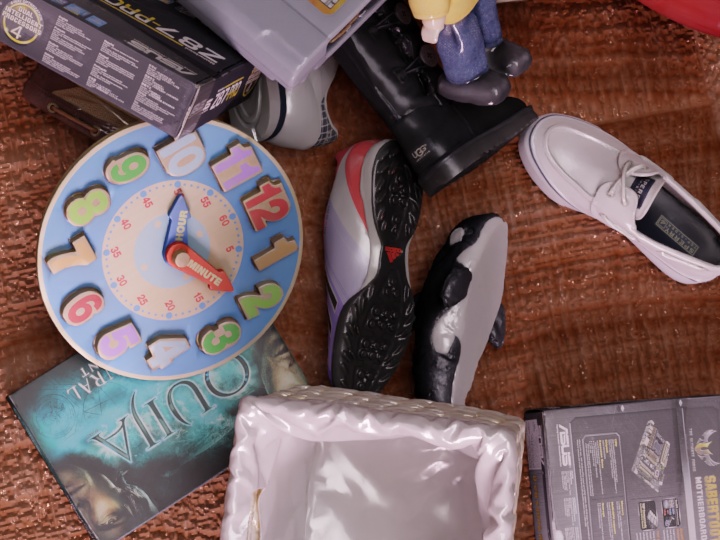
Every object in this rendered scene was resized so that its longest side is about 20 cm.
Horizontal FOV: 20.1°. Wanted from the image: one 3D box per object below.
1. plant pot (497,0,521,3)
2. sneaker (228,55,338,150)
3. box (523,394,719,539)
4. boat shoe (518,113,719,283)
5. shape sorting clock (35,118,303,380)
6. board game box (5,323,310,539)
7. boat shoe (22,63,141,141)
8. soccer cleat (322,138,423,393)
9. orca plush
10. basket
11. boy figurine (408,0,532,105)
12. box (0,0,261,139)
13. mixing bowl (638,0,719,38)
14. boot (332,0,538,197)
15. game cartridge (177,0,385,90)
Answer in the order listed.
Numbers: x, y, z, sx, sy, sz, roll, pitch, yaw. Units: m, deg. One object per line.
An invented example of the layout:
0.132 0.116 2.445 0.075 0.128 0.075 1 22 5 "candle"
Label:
0.118 -0.297 1.563 0.199 0.200 0.179 -11 97 -16 "plant pot"
-0.059 -0.192 1.561 0.080 0.076 0.202 3 83 -33 "sneaker"
0.216 0.202 1.596 0.157 0.048 0.202 -4 85 -16 "box"
0.218 -0.063 1.617 0.199 0.065 0.074 31 77 -10 "boat shoe"
-0.135 -0.014 1.466 0.199 0.039 0.202 -8 110 -22 "shape sorting clock"
-0.145 0.098 1.519 0.199 0.028 0.136 -33 92 -16 "board game box"
-0.163 -0.095 1.524 0.199 0.072 0.072 35 106 -20 "boat shoe"
0.000 0.000 1.552 0.068 0.073 0.202 10 86 -39 "soccer cleat"
0.061 0.052 1.578 0.105 0.071 0.202 2 94 -60 "orca plush"
0.015 0.187 1.438 0.198 0.161 0.200 7 95 12 "basket"
0.075 -0.220 1.437 0.064 0.201 0.124 17 48 29 "boy figurine"
-0.180 -0.171 1.449 0.199 0.161 0.049 29 112 7 "box"
0.254 -0.279 1.590 0.107 0.200 0.202 1 83 -7 "mixing bowl"
0.040 -0.168 1.554 0.201 0.066 0.165 53 30 2 "boot"
-0.033 -0.237 1.465 0.133 0.042 0.200 41 71 7 "game cartridge"
